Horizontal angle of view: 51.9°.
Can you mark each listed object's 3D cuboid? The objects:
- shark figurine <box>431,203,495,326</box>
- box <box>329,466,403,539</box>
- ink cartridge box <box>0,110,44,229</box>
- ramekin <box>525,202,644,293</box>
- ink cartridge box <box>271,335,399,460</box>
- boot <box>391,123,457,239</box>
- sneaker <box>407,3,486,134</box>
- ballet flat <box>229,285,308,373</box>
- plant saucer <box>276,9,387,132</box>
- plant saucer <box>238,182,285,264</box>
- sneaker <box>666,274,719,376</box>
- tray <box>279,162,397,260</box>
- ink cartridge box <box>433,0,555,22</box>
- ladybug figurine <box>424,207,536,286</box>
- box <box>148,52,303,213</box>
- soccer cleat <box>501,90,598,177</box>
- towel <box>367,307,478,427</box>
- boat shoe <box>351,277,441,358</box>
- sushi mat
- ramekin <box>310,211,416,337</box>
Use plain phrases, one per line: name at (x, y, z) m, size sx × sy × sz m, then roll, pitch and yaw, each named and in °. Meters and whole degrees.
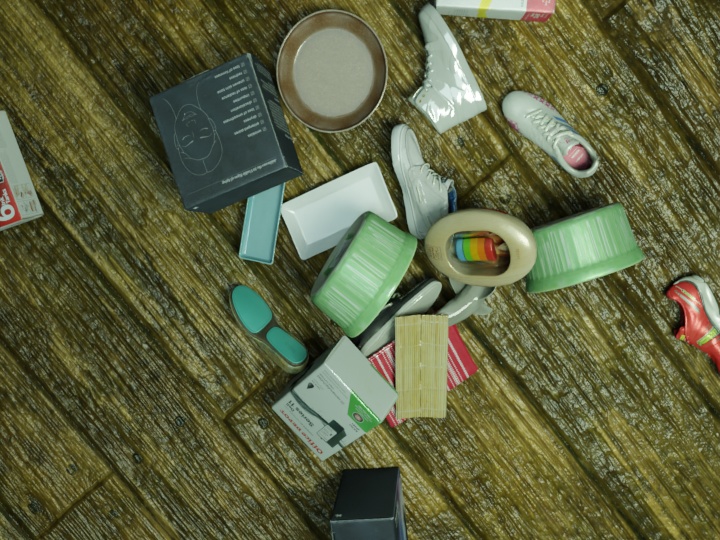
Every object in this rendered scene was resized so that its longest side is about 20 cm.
shark figurine at (0.210, 0.004, 1.295) m, size 0.125 × 0.089 × 0.221 m, roll 14°, pitch 89°, yaw -21°
box at (0.023, 0.497, 1.349) m, size 0.119 × 0.200 × 0.204 m, roll -6°, pitch 100°, yaw 7°
ink cartridge box at (-0.710, -0.167, 1.361) m, size 0.171 × 0.084 × 0.205 m, roll -17°, pitch 99°, yaw 9°
ramekin at (0.358, -0.040, 1.228) m, size 0.195 × 0.200 × 0.100 m, roll -18°, pitch 90°, yaw 8°
ink cartridge box at (-0.049, 0.233, 1.324) m, size 0.147 × 0.083 × 0.200 m, roll 45°, pitch 133°, yaw -3°
boot at (0.118, -0.157, 1.275) m, size 0.094 × 0.073 × 0.205 m, roll -3°, pitch 110°, yaw 35°
sneaker at (0.121, -0.336, 1.257) m, size 0.114 × 0.074 × 0.203 m, roll -28°, pitch 98°, yaw 6°
ballet flat at (-0.173, 0.114, 1.368) m, size 0.200 × 0.070 × 0.071 m, roll 44°, pitch 102°, yaw 13°
plant saucer at (-0.048, -0.345, 1.290) m, size 0.194 × 0.037 × 0.207 m, roll 1°, pitch 100°, yaw 6°
plant saucer at (-0.171, -0.118, 1.335) m, size 0.068 × 0.019 × 0.206 m, roll 11°, pitch 93°, yaw 15°
sneaker at (0.596, 0.111, 1.297) m, size 0.083 × 0.077 × 0.204 m, roll -24°, pitch 87°, yaw 14°
tray at (-0.039, -0.107, 1.339) m, size 0.196 × 0.022 × 0.110 m, roll -23°, pitch 96°, yaw 9°
ink cartridge box at (0.222, -0.495, 1.213) m, size 0.194 × 0.083 × 0.150 m, roll 5°, pitch 101°, yaw 5°
ladybug figurine at (0.196, -0.044, 1.206) m, size 0.195 × 0.072 × 0.139 m, roll 4°, pitch 123°, yaw 31°
box at (-0.227, -0.228, 1.269) m, size 0.195 × 0.124 × 0.202 m, roll -20°, pitch 87°, yaw 10°
soccer cleat at (0.325, -0.234, 1.248) m, size 0.199 × 0.086 × 0.070 m, roll 39°, pitch 101°, yaw -2°
towel at (0.105, 0.176, 1.347) m, size 0.197 × 0.022 × 0.147 m, roll -32°, pitch 106°, yaw -2°
boat shoe at (0.062, 0.077, 1.339) m, size 0.200 × 0.073 × 0.061 m, roll -47°, pitch 57°, yaw 15°
sushi mat at (0.108, 0.171, 1.308) m, size 0.093 × 0.012 × 0.206 m, roll 0°, pitch 109°, yaw 4°
ramekin at (0.000, 0.000, 1.250) m, size 0.097 × 0.200 × 0.202 m, roll 34°, pitch 102°, yaw -9°
